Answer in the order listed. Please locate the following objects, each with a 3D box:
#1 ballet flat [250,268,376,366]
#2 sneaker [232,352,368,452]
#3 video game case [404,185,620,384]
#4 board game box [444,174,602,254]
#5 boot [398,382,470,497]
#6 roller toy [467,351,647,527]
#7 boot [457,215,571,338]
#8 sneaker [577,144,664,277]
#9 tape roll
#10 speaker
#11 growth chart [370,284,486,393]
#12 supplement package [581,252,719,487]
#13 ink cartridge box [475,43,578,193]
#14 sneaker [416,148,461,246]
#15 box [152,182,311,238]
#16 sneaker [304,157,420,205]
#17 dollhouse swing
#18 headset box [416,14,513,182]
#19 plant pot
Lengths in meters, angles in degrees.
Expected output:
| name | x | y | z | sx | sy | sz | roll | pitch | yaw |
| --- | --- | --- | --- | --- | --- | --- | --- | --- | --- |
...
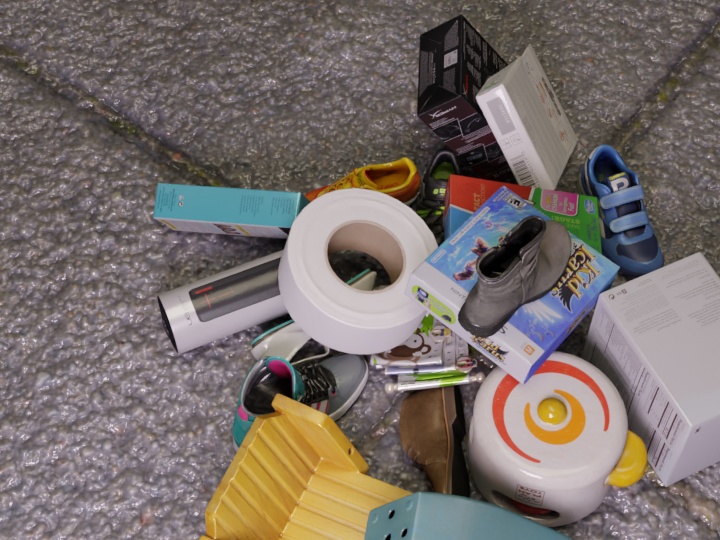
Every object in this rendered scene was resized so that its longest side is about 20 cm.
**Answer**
| name | x | y | z | sx | sy | sz | roll | pitch | yaw |
| --- | --- | --- | --- | --- | --- | --- | --- | --- | --- |
| ballet flat | -0.048 | 0.072 | 1.766 | 0.199 | 0.070 | 0.069 | -32 | 61 | -25 |
| sneaker | -0.073 | 0.138 | 1.681 | 0.199 | 0.121 | 0.084 | -34 | 62 | -22 |
| video game case | 0.183 | 0.012 | 1.657 | 0.181 | 0.046 | 0.200 | 37 | 56 | 15 |
| board game box | 0.205 | -0.041 | 1.764 | 0.197 | 0.041 | 0.154 | 8 | 48 | -5 |
| boot | 0.088 | 0.229 | 1.662 | 0.075 | 0.074 | 0.202 | -11 | 48 | 11 |
| roller toy | 0.220 | 0.196 | 1.631 | 0.181 | 0.140 | 0.201 | -22 | 59 | -15 |
| boot | 0.191 | -0.017 | 1.568 | 0.067 | 0.131 | 0.200 | 37 | 56 | 16 |
| sneaker | 0.347 | -0.081 | 1.856 | 0.073 | 0.083 | 0.201 | -15 | 59 | -12 |
| tape roll | 0.000 | 0.000 | 1.730 | 0.200 | 0.071 | 0.204 | 7 | 58 | -11 |
| speaker | -0.158 | 0.037 | 1.776 | 0.198 | 0.082 | 0.082 | -19 | 58 | -13 |
| growth chart | 0.073 | 0.081 | 1.752 | 0.143 | 0.018 | 0.201 | -11 | 42 | 2 |
| supplement package | 0.390 | 0.119 | 1.677 | 0.150 | 0.151 | 0.201 | -21 | 58 | -16 |
| ink cartridge box | 0.229 | -0.204 | 1.883 | 0.050 | 0.162 | 0.200 | -22 | 16 | 24 |
| sneaker | 0.102 | -0.078 | 1.852 | 0.070 | 0.083 | 0.201 | 5 | 55 | 5 |
| box | -0.166 | -0.078 | 1.829 | 0.197 | 0.082 | 0.050 | 4 | 81 | 13 |
| sneaker | -0.016 | -0.106 | 1.873 | 0.198 | 0.077 | 0.073 | -22 | 59 | -5 |
| dollhouse swing | -0.039 | 0.279 | 1.550 | 0.174 | 0.182 | 0.201 | 10 | 58 | 36 |
| headset box | 0.164 | -0.226 | 1.902 | 0.077 | 0.200 | 0.150 | -20 | 50 | 31 |
| plant pot | 0.103 | 0.326 | 1.484 | 0.199 | 0.141 | 0.143 | 32 | 51 | -27 |
